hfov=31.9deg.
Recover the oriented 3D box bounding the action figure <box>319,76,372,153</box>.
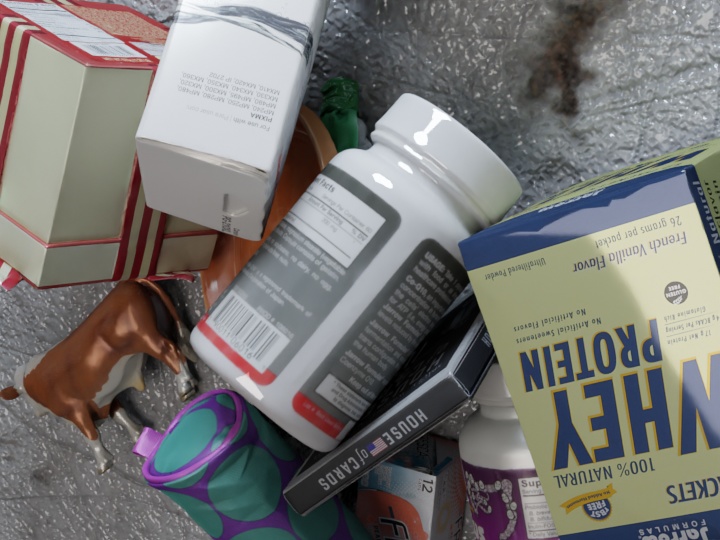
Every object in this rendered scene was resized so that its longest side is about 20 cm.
[{"bbox_3d":[-0.008,-0.040,0.901,0.118,0.055,0.201,-7,86,60],"label":"action figure"}]

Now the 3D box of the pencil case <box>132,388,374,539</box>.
[{"bbox_3d":[-0.056,0.170,0.842,0.092,0.085,0.200,-9,129,43],"label":"pencil case"}]

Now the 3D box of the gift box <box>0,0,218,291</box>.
[{"bbox_3d":[-0.200,-0.081,0.912,0.200,0.184,0.187,35,117,37],"label":"gift box"}]

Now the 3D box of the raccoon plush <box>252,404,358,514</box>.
[{"bbox_3d":[-0.040,0.152,0.913,0.097,0.200,0.134,-34,86,-7],"label":"raccoon plush"}]

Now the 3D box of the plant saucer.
[{"bbox_3d":[-0.061,-0.023,0.910,0.200,0.032,0.201,-6,83,57],"label":"plant saucer"}]

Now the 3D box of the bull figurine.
[{"bbox_3d":[-0.214,0.089,1.048,0.121,0.065,0.200,50,121,4],"label":"bull figurine"}]

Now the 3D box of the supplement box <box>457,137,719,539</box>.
[{"bbox_3d":[0.182,0.038,0.744,0.134,0.200,0.200,-18,94,30],"label":"supplement box"}]

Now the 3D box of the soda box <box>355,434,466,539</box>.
[{"bbox_3d":[0.033,0.225,0.944,0.063,0.068,0.201,11,106,25],"label":"soda box"}]

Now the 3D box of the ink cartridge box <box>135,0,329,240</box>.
[{"bbox_3d":[-0.072,-0.137,0.791,0.084,0.145,0.201,15,75,-3],"label":"ink cartridge box"}]

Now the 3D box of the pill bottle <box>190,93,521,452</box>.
[{"bbox_3d":[0.000,0.000,0.766,0.114,0.114,0.200,39,87,14],"label":"pill bottle"}]

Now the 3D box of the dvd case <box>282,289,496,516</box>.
[{"bbox_3d":[0.040,0.069,0.829,0.150,0.200,0.025,-39,93,29],"label":"dvd case"}]

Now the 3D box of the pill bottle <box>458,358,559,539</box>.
[{"bbox_3d":[0.127,0.147,0.852,0.112,0.112,0.201,-7,98,29],"label":"pill bottle"}]
